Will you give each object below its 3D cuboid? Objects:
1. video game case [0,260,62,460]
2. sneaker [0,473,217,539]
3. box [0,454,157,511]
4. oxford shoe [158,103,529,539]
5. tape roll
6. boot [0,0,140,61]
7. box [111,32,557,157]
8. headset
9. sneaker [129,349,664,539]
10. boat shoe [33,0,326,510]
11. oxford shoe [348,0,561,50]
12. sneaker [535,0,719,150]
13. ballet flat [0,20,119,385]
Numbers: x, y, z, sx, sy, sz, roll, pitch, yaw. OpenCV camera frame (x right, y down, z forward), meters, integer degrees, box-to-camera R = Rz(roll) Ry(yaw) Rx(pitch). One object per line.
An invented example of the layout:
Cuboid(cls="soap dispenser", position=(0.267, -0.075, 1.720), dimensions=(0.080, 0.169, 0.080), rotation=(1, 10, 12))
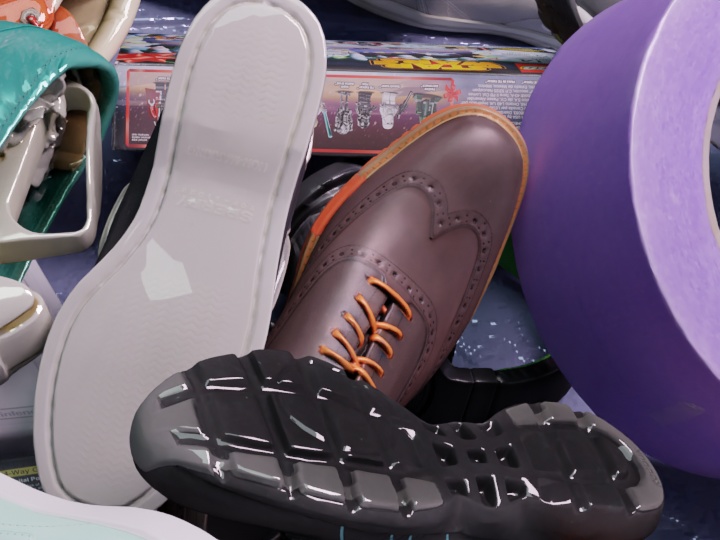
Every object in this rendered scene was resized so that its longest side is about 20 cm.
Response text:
Cuboid(cls="video game case", position=(-0.213, 0.017, 0.926), dimensions=(0.200, 0.024, 0.182), rotation=(-4, 39, -31))
Cuboid(cls="sneaker", position=(-0.115, 0.118, 0.702), dimensions=(0.200, 0.074, 0.118), rotation=(18, 39, 24))
Cuboid(cls="box", position=(-0.157, 0.140, 0.809), dimensions=(0.200, 0.049, 0.161), rotation=(-8, 45, -14))
Cuboid(cls="oxford shoe", position=(0.002, 0.028, 0.863), dimensions=(0.071, 0.200, 0.073), rotation=(34, -3, -13))
Cuboid(cls="tape roll", position=(0.162, -0.023, 0.915), dimensions=(0.200, 0.085, 0.201), rotation=(7, 76, -28))
Cuboid(cls="boot", position=(-0.166, -0.079, 0.945), dimensions=(0.107, 0.075, 0.200), rotation=(12, 50, 29))
Cuboid(cls="box", position=(-0.006, -0.076, 1.030), dimensions=(0.199, 0.040, 0.137), rotation=(1, 11, -5))
Cuboid(cls="headset", position=(0.000, 0.000, 0.949), dimensions=(0.200, 0.094, 0.124), rotation=(2, 40, -17))
Cuboid(cls="sneaker", position=(0.009, 0.084, 0.807), dimensions=(0.200, 0.079, 0.075), rotation=(13, 35, -28))
Cuboid(cls="boat shoe", position=(-0.063, -0.003, 0.860), dimensions=(0.074, 0.060, 0.200), rotation=(15, 81, 1))
Cuboid(cls="oxford shoe", position=(0.068, -0.147, 1.153), dimensions=(0.200, 0.058, 0.075), rotation=(16, 46, 16))
Cuboid(cls="sneaker", position=(0.156, -0.098, 1.018), dimensions=(0.200, 0.085, 0.074), rotation=(26, 14, -39))
Cuboid(cls="ballet flat", position=(-0.135, -0.006, 0.856), dimensions=(0.070, 0.067, 0.200), rotation=(6, 60, 21))
